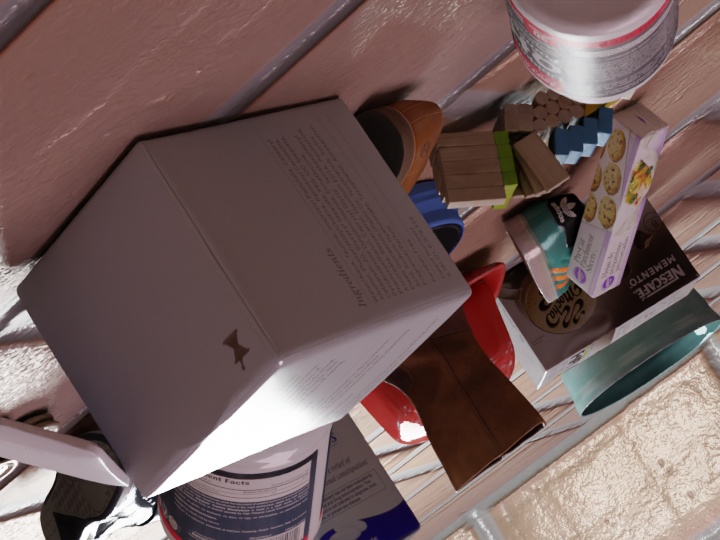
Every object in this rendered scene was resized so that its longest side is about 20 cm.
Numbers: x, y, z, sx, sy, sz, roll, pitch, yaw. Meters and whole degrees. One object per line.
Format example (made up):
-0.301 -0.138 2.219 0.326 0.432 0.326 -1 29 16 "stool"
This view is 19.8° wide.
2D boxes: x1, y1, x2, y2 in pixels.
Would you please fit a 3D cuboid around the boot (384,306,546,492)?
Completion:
0.038 0.111 1.838 0.187 0.201 0.069 -29 166 -16 "boot"

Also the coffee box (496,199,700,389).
0.244 0.021 2.183 0.199 0.113 0.080 -30 166 -11 "coffee box"

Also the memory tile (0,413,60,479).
-0.331 0.162 1.570 0.153 0.017 0.200 -39 166 24 "memory tile"

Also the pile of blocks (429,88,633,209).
0.139 -0.096 1.609 0.199 0.082 0.062 -29 166 -18 "pile of blocks"

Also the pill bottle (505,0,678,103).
0.147 -0.172 1.305 0.110 0.111 0.200 -33 166 0 "pill bottle"

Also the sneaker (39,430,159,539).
-0.189 0.172 1.785 0.145 0.077 0.202 -21 164 -30 "sneaker"

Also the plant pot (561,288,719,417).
0.304 0.060 2.405 0.199 0.135 0.200 -31 167 -8 "plant pot"

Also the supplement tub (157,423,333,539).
-0.093 0.137 1.663 0.140 0.140 0.201 -25 143 -29 "supplement tub"

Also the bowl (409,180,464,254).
0.000 0.000 1.714 0.200 0.040 0.201 -31 166 -9 "bowl"

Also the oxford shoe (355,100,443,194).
0.002 -0.050 1.490 0.071 0.071 0.200 -27 165 -44 "oxford shoe"

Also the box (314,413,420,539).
-0.061 0.215 1.972 0.105 0.201 0.184 -26 165 -31 "box"

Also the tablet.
-0.243 0.096 1.253 0.130 0.198 0.014 81 25 -75 "tablet"

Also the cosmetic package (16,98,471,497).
-0.073 0.013 1.327 0.199 0.167 0.167 -18 159 -50 "cosmetic package"

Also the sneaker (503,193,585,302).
0.195 -0.024 2.004 0.080 0.072 0.200 -30 165 4 "sneaker"

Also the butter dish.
0.084 0.109 2.050 0.199 0.148 0.200 -31 167 -11 "butter dish"

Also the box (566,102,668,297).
0.235 -0.063 1.892 0.039 0.041 0.201 -25 145 -32 "box"
